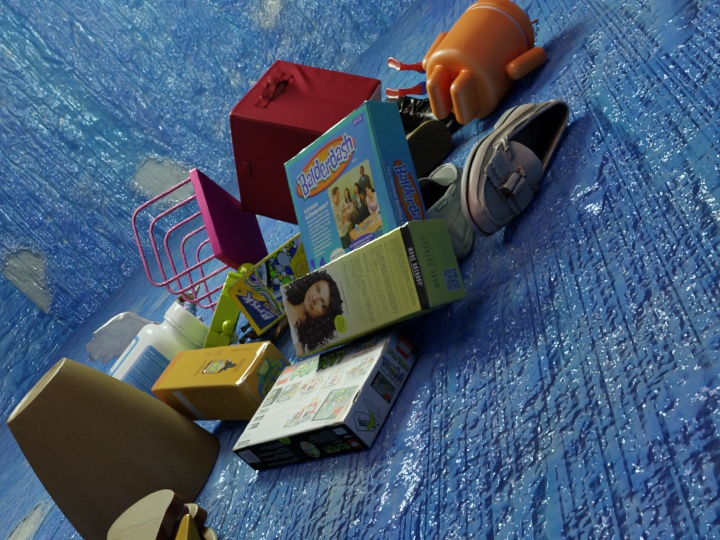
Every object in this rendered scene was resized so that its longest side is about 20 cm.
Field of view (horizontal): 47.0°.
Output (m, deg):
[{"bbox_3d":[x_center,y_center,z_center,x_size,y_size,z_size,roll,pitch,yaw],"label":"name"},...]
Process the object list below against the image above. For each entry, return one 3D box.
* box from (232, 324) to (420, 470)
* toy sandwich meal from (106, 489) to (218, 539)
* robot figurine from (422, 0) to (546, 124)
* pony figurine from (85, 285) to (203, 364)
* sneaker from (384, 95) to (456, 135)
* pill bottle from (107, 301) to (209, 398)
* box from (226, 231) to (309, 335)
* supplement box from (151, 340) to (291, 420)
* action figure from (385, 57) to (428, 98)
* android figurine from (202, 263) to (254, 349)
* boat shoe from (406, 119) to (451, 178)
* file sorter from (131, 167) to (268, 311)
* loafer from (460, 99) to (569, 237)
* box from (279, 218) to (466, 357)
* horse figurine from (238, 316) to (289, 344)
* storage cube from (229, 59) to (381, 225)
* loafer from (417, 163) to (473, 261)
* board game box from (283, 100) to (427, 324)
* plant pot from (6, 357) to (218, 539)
[{"bbox_3d":[-0.036,0.124,0.776,0.199,0.035,0.111,-26,25,51],"label":"box"},{"bbox_3d":[-0.199,0.287,0.725,0.205,0.070,0.206,-42,16,15],"label":"toy sandwich meal"},{"bbox_3d":[0.166,-0.288,1.127,0.201,0.116,0.143,-54,16,-26],"label":"robot figurine"},{"bbox_3d":[-0.328,0.120,1.358,0.194,0.166,0.200,-50,-1,-21],"label":"pony figurine"},{"bbox_3d":[0.074,-0.230,1.259,0.076,0.088,0.199,-53,18,-27],"label":"sneaker"},{"bbox_3d":[-0.302,0.152,1.219,0.201,0.112,0.112,-53,17,-8],"label":"pill bottle"},{"bbox_3d":[-0.077,-0.005,1.046,0.064,0.071,0.200,-34,5,40],"label":"box"},{"bbox_3d":[-0.160,0.132,0.963,0.198,0.069,0.067,-13,34,48],"label":"supplement box"},{"bbox_3d":[0.109,-0.299,1.238,0.197,0.067,0.099,-12,29,-32],"label":"action figure"},{"bbox_3d":[-0.182,0.077,1.122,0.200,0.040,0.186,125,162,-65],"label":"android figurine"},{"bbox_3d":[0.040,-0.136,1.157,0.200,0.073,0.063,-42,9,5],"label":"boat shoe"},{"bbox_3d":[-0.230,-0.030,1.238,0.124,0.141,0.200,-26,-22,10],"label":"file sorter"},{"bbox_3d":[0.155,-0.112,0.812,0.062,0.072,0.201,-21,26,40],"label":"loafer"},{"bbox_3d":[0.004,0.021,0.755,0.049,0.077,0.199,-8,-12,-42],"label":"box"},{"bbox_3d":[-0.117,0.049,1.143,0.133,0.050,0.200,-50,13,7],"label":"horse figurine"},{"bbox_3d":[-0.075,-0.187,1.248,0.172,0.176,0.203,-60,-22,-44],"label":"storage cube"},{"bbox_3d":[0.084,-0.074,0.886,0.069,0.070,0.201,-37,18,20],"label":"loafer"},{"bbox_3d":[0.001,-0.042,0.825,0.044,0.204,0.151,-6,-13,-40],"label":"board game box"},{"bbox_3d":[-0.295,0.202,0.947,0.186,0.200,0.187,-39,17,15],"label":"plant pot"}]
